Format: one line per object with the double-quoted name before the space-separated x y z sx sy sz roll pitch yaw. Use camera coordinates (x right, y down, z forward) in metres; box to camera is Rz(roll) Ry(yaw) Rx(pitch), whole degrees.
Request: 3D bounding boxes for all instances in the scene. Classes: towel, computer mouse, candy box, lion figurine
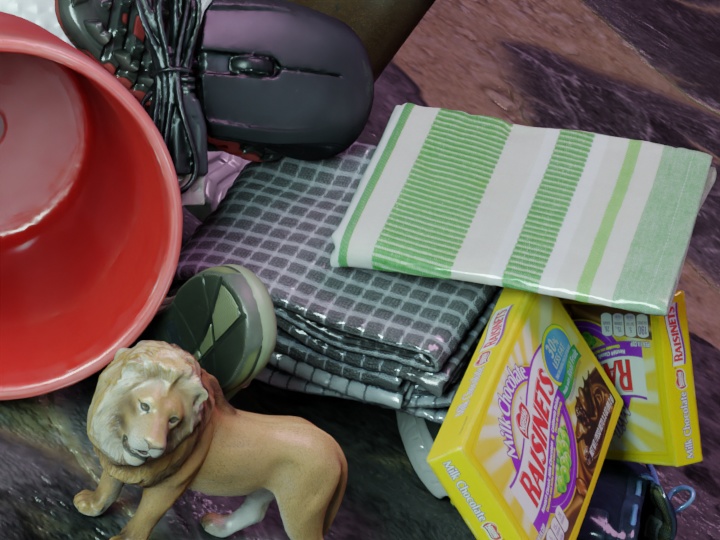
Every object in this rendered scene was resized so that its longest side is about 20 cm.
"towel" 0.000 0.000 1.640 0.199 0.086 0.166 15 41 20
"computer mouse" -0.049 -0.107 1.595 0.053 0.139 0.200 -5 -2 37
"candy box" 0.094 0.089 1.520 0.102 0.026 0.200 55 29 -16
"candy box" 0.134 0.063 1.678 0.026 0.103 0.200 -13 7 -31
"lion figurine" -0.069 0.098 1.436 0.200 0.123 0.073 11 30 -43
"towel" 0.095 -0.035 1.594 0.199 0.023 0.153 10 40 14

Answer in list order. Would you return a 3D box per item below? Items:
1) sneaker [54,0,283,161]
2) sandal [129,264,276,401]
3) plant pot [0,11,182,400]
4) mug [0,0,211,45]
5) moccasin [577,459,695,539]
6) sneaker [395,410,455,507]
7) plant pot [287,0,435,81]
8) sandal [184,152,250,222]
"sneaker" -0.124 -0.121 1.622 0.098 0.071 0.200 4 -18 38
"sandal" -0.081 0.040 1.502 0.057 0.201 0.080 -19 91 -27
"plant pot" -0.204 -0.054 1.506 0.200 0.201 0.177 24 14 -19
"mug" -0.170 -0.160 1.738 0.175 0.200 0.148 36 7 -6
"moccasin" 0.156 0.158 1.644 0.068 0.081 0.200 13 10 17
"sneaker" 0.051 0.049 1.704 0.074 0.085 0.200 3 48 -47
"plant pot" -0.035 -0.211 2.014 0.200 0.199 0.200 27 22 -12
"sandal" -0.049 -0.009 1.767 0.203 0.050 0.083 45 41 -10
